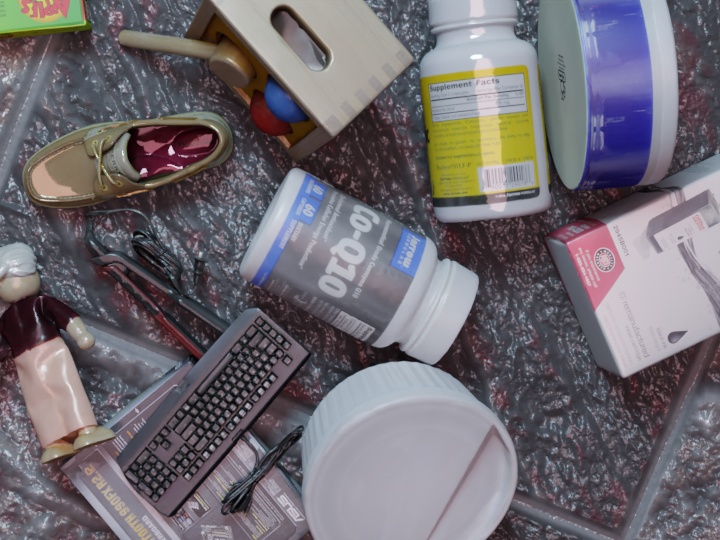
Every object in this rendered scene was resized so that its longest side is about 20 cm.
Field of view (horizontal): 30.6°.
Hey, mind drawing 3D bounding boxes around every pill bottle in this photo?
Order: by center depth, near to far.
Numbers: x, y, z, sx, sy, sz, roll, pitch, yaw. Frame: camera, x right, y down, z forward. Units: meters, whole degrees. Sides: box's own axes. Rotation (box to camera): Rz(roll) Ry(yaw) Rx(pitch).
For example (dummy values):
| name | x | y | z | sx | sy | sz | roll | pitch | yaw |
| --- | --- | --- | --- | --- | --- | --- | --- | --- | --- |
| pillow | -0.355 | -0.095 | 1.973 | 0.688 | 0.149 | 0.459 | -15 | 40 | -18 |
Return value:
| name | x | y | z | sx | sy | sz | roll | pitch | yaw |
| --- | --- | --- | --- | --- | --- | --- | --- | --- | --- |
| pill bottle | 0.112 | -0.149 | 1.207 | 0.110 | 0.111 | 0.202 | -6 | 95 | -5 |
| pill bottle | 0.000 | 0.000 | 1.208 | 0.199 | 0.114 | 0.114 | 27 | 92 | -7 |

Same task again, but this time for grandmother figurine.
| name | x | y | z | sx | sy | sz | roll | pitch | yaw |
| --- | --- | --- | --- | --- | --- | --- | --- | --- | --- |
| grandmother figurine | -0.294 | 0.072 | 1.199 | 0.121 | 0.061 | 0.201 | -21 | 82 | 7 |

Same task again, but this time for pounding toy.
| name | x | y | z | sx | sy | sz | roll | pitch | yaw |
| --- | --- | --- | --- | --- | --- | --- | --- | --- | --- |
| pounding toy | -0.090 | -0.196 | 1.162 | 0.142 | 0.184 | 0.200 | -45 | 98 | -12 |

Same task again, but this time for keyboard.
| name | x | y | z | sx | sy | sz | roll | pitch | yaw |
| --- | --- | --- | --- | --- | --- | --- | --- | --- | --- |
| keyboard | -0.118 | 0.145 | 1.208 | 0.127 | 0.021 | 0.200 | 41 | 90 | -7 |

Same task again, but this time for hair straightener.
| name | x | y | z | sx | sy | sz | roll | pitch | yaw |
| --- | --- | --- | --- | --- | --- | --- | --- | --- | --- |
| hair straightener | -0.177 | 0.008 | 1.235 | 0.200 | 0.041 | 0.077 | 43 | 90 | -3 |

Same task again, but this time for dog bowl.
| name | x | y | z | sx | sy | sz | roll | pitch | yaw |
| --- | --- | --- | --- | --- | --- | --- | --- | --- | --- |
| dog bowl | 0.215 | -0.173 | 1.170 | 0.078 | 0.200 | 0.202 | -6 | 96 | -2 |

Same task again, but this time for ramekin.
| name | x | y | z | sx | sy | sz | roll | pitch | yaw |
| --- | --- | --- | --- | --- | --- | --- | --- | --- | --- |
| ramekin | 0.037 | 0.176 | 1.210 | 0.201 | 0.094 | 0.204 | -6 | 118 | -12 |

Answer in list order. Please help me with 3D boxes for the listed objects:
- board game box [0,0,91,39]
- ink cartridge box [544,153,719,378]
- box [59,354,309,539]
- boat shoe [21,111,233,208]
| name | x | y | z | sx | sy | sz | roll | pitch | yaw |
| --- | --- | --- | --- | --- | --- | --- | --- | --- | --- |
| board game box | -0.350 | -0.259 | 1.185 | 0.198 | 0.048 | 0.102 | -7 | 96 | -4 |
| ink cartridge box | 0.298 | -0.007 | 1.251 | 0.199 | 0.085 | 0.146 | -25 | 97 | -5 |
| box | -0.158 | 0.206 | 1.243 | 0.158 | 0.048 | 0.200 | -40 | 96 | -1 |
| boat shoe | -0.214 | -0.105 | 1.202 | 0.199 | 0.066 | 0.075 | -18 | 96 | -4 |
